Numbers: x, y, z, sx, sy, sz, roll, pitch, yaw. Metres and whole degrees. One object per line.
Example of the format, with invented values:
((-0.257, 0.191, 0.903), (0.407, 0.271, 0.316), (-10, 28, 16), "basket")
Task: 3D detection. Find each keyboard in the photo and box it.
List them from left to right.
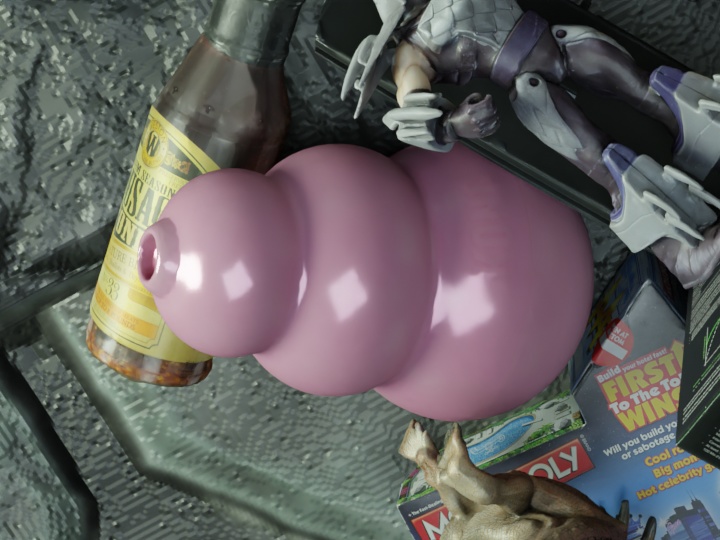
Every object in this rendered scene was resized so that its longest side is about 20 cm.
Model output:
((0.088, -0.099, 1.061), (0.199, 0.021, 0.128), (31, 81, 9), "keyboard")

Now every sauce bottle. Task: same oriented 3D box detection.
((-0.069, -0.048, 1.101), (0.065, 0.066, 0.201), (16, 109, -5), "sauce bottle")

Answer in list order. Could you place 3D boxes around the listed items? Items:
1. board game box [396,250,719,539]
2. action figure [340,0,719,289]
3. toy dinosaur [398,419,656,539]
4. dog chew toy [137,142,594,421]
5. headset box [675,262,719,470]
((0.127, 0.098, 1.154), (0.199, 0.062, 0.201), (-24, 107, 11), "board game box")
((0.079, -0.082, 1.010), (0.199, 0.069, 0.131), (33, 73, 6), "action figure")
((0.079, 0.124, 1.056), (0.135, 0.200, 0.086), (21, 80, -7), "toy dinosaur")
((0.000, 0.000, 1.062), (0.198, 0.125, 0.125), (4, 114, -28), "dog chew toy")
((0.234, 0.023, 1.056), (0.173, 0.201, 0.093), (29, 125, -9), "headset box")
